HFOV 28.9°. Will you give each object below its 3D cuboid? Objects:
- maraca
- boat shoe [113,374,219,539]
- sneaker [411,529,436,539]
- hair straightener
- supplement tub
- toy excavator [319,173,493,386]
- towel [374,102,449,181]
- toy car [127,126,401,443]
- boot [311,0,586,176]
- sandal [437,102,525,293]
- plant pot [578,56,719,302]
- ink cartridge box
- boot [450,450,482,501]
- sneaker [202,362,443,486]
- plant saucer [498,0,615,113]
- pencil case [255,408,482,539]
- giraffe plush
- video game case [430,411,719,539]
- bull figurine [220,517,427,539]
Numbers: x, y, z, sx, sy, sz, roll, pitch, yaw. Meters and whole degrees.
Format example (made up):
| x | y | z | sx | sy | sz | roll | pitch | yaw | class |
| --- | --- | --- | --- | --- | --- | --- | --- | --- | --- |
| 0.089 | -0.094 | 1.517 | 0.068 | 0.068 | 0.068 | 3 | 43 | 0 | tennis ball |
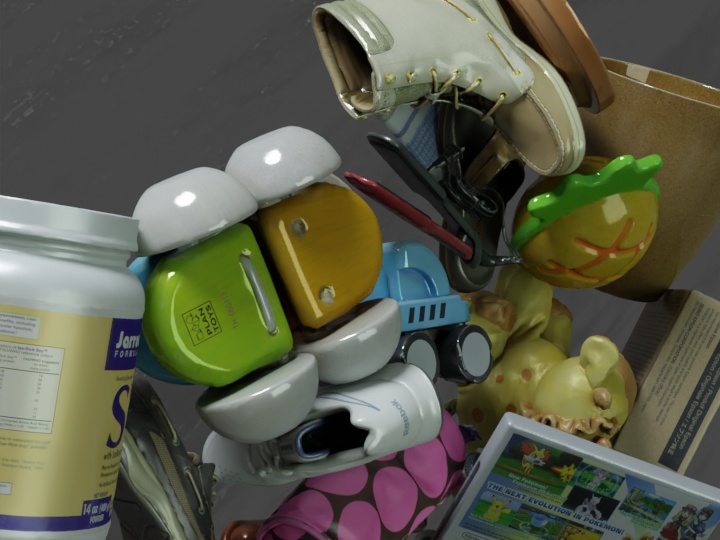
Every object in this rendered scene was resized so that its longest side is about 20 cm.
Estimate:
| x | y | z | sx | sy | sz | roll | pitch | yaw | class |
| --- | --- | --- | --- | --- | --- | --- | --- | --- | --- |
| 0.190 | -0.047 | 1.173 | 0.137 | 0.107 | 0.200 | -23 | 162 | -4 | maraca |
| -0.129 | 0.157 | 0.974 | 0.073 | 0.074 | 0.200 | -45 | 128 | -33 | boat shoe |
| 0.054 | 0.273 | 1.199 | 0.200 | 0.074 | 0.089 | -43 | 120 | -51 | sneaker |
| 0.072 | -0.059 | 1.094 | 0.200 | 0.041 | 0.077 | 32 | 83 | -40 | hair straightener |
| -0.206 | 0.059 | 0.820 | 0.145 | 0.145 | 0.200 | 9 | 90 | -48 | supplement tub |
| 0.000 | 0.000 | 1.090 | 0.194 | 0.100 | 0.200 | -5 | 86 | -46 | toy excavator |
| 0.062 | -0.166 | 1.167 | 0.200 | 0.024 | 0.147 | 45 | 66 | -40 | towel |
| -0.082 | 0.011 | 0.935 | 0.200 | 0.150 | 0.175 | -32 | 106 | -43 | toy car |
| 0.067 | -0.138 | 1.062 | 0.155 | 0.072 | 0.200 | -25 | 76 | -37 | boot |
| 0.105 | -0.077 | 1.171 | 0.082 | 0.055 | 0.200 | -2 | 100 | -44 | sandal |
| 0.267 | -0.079 | 1.309 | 0.186 | 0.186 | 0.200 | 0 | 112 | -48 | plant pot |
| 0.288 | 0.103 | 1.319 | 0.165 | 0.075 | 0.200 | -64 | 178 | 1 | ink cartridge box |
| 0.170 | 0.198 | 1.166 | 0.200 | 0.090 | 0.073 | 35 | 38 | -20 | boot |
| -0.042 | 0.112 | 0.975 | 0.087 | 0.200 | 0.075 | -19 | 88 | -55 | sneaker |
| 0.134 | -0.207 | 1.130 | 0.032 | 0.200 | 0.200 | -37 | 130 | 3 | plant saucer |
| 0.008 | 0.173 | 1.056 | 0.200 | 0.091 | 0.094 | -38 | 102 | -48 | pencil case |
| 0.167 | 0.099 | 1.220 | 0.200 | 0.162 | 0.173 | -49 | 129 | -31 | giraffe plush |
| 0.164 | 0.218 | 1.119 | 0.200 | 0.022 | 0.182 | 21 | 115 | -13 | video game case |
| -0.025 | 0.234 | 1.095 | 0.200 | 0.065 | 0.122 | 1 | 63 | -40 | bull figurine |
